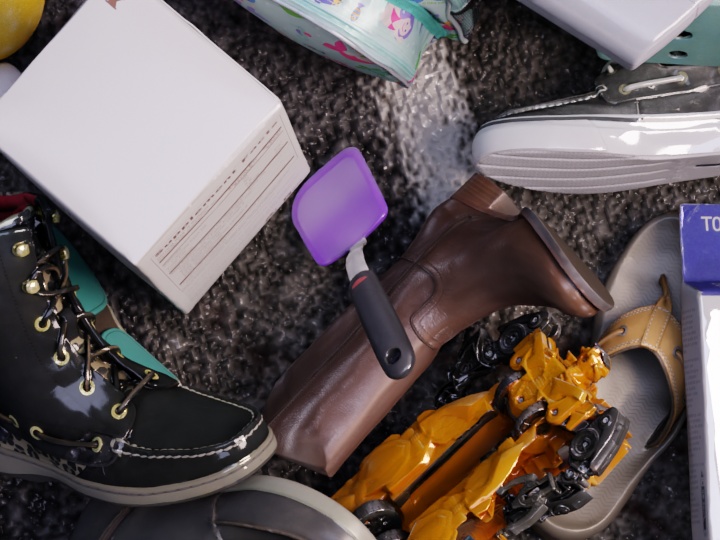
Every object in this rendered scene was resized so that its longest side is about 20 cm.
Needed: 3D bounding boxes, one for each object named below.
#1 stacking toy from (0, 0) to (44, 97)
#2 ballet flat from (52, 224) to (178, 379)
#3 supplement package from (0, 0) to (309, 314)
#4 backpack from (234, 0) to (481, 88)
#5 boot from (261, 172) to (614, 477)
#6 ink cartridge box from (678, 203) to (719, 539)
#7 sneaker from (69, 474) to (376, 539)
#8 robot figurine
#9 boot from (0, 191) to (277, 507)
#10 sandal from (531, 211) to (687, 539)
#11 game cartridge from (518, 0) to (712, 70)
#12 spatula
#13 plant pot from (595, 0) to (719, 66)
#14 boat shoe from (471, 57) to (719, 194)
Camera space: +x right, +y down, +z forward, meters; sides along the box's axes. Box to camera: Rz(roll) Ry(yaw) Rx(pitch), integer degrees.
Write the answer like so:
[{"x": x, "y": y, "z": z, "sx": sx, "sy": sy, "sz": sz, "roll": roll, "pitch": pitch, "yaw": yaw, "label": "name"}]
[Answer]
[{"x": -0.229, "y": -0.171, "z": 1.424, "sx": 0.146, "sy": 0.146, "sz": 0.201, "roll": -6, "pitch": 100, "yaw": 2, "label": "stacking toy"}, {"x": -0.164, "y": 0.045, "z": 1.403, "sx": 0.200, "sy": 0.067, "sz": 0.062, "roll": 49, "pitch": 115, "yaw": 11, "label": "ballet flat"}, {"x": -0.113, "y": -0.066, "z": 1.344, "sx": 0.117, "sy": 0.200, "sz": 0.117, "roll": 41, "pitch": 86, "yaw": 9, "label": "supplement package"}, {"x": -0.006, "y": -0.197, "z": 1.358, "sx": 0.177, "sy": 0.200, "sz": 0.151, "roll": 29, "pitch": 84, "yaw": 6, "label": "backpack"}, {"x": 0.032, "y": 0.049, "z": 1.334, "sx": 0.200, "sy": 0.186, "sz": 0.064, "roll": -44, "pitch": 111, "yaw": -1, "label": "boot"}, {"x": 0.277, "y": 0.058, "z": 1.361, "sx": 0.199, "sy": 0.041, "sz": 0.201, "roll": -1, "pitch": 81, "yaw": -11, "label": "ink cartridge box"}, {"x": -0.085, "y": 0.172, "z": 1.324, "sx": 0.200, "sy": 0.075, "sz": 0.106, "roll": -2, "pitch": 46, "yaw": 39, "label": "sneaker"}, {"x": 0.064, "y": 0.114, "z": 1.345, "sx": 0.200, "sy": 0.058, "sz": 0.145, "roll": -41, "pitch": 40, "yaw": 8, "label": "robot figurine"}, {"x": -0.149, "y": 0.040, "z": 1.307, "sx": 0.203, "sy": 0.073, "sz": 0.154, "roll": 5, "pitch": 122, "yaw": 32, "label": "boot"}, {"x": 0.150, "y": 0.061, "z": 1.383, "sx": 0.082, "sy": 0.055, "sz": 0.200, "roll": 31, "pitch": 85, "yaw": 7, "label": "sandal"}, {"x": 0.155, "y": -0.212, "z": 1.277, "sx": 0.133, "sy": 0.042, "sz": 0.200, "roll": 31, "pitch": 82, "yaw": 9, "label": "game cartridge"}, {"x": 0.000, "y": 0.000, "z": 1.358, "sx": 0.056, "sy": 0.200, "sz": 0.021, "roll": -39, "pitch": 122, "yaw": 13, "label": "spatula"}, {"x": 0.182, "y": -0.222, "z": 1.366, "sx": 0.141, "sy": 0.141, "sz": 0.201, "roll": 4, "pitch": 74, "yaw": 4, "label": "plant pot"}, {"x": 0.160, "y": -0.089, "z": 1.405, "sx": 0.199, "sy": 0.072, "sz": 0.071, "roll": -4, "pitch": 72, "yaw": -7, "label": "boat shoe"}]
